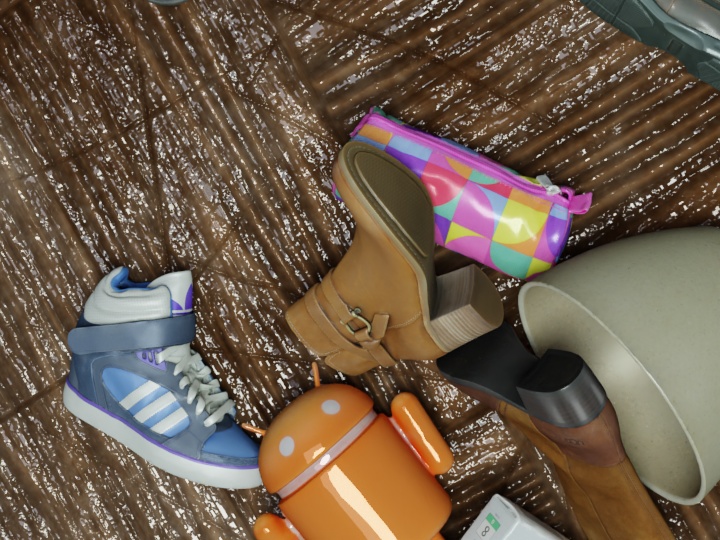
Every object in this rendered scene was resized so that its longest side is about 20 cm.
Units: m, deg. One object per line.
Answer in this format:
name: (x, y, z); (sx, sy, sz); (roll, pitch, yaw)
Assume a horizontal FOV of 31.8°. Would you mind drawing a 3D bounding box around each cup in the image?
cup: (0.234, 0.049, 0.943); (0.143, 0.200, 0.201); (-36, 89, -11)

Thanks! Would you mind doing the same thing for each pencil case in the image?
pencil case: (0.078, -0.061, 1.000); (0.197, 0.088, 0.090); (21, 99, 7)

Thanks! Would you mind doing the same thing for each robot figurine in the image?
robot figurine: (-0.006, 0.178, 1.021); (0.201, 0.116, 0.144); (51, 125, 2)

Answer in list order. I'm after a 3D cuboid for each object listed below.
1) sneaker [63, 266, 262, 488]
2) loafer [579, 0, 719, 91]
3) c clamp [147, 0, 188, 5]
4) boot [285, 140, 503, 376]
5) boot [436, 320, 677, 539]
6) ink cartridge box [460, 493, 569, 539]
sneaker: (-0.149, 0.079, 1.054); (0.198, 0.080, 0.148); (24, 104, 13)
loafer: (0.240, -0.206, 0.972); (0.199, 0.072, 0.063); (33, 80, -2)
c clamp: (-0.165, -0.332, 1.047); (0.169, 0.027, 0.202); (26, 98, 1)
boot: (0.000, 0.000, 0.985); (0.154, 0.077, 0.200); (-22, 129, 33)
boot: (0.158, 0.139, 1.003); (0.068, 0.187, 0.201); (-44, 117, -25)
ink cartridge box: (0.110, 0.297, 1.002); (0.160, 0.050, 0.201); (35, 92, -28)
